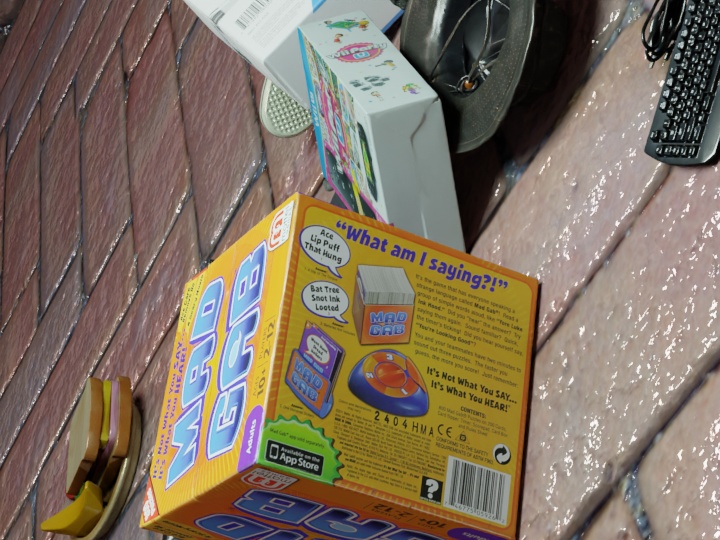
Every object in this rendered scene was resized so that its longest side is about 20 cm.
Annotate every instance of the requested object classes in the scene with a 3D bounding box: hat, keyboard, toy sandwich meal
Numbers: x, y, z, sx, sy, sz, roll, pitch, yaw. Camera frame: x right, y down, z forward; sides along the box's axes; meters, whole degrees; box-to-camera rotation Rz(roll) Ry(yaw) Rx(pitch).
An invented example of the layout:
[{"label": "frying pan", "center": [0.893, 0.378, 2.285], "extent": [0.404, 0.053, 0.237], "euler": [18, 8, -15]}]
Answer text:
[{"label": "hat", "center": [0.110, -0.186, 1.395], "extent": [0.201, 0.081, 0.201], "euler": [-18, 70, 62]}, {"label": "keyboard", "center": [0.218, -0.167, 1.181], "extent": [0.104, 0.040, 0.200], "euler": [5, 76, 66]}, {"label": "toy sandwich meal", "center": [-0.311, 0.218, 2.057], "extent": [0.205, 0.070, 0.205], "euler": [-49, 31, 43]}]

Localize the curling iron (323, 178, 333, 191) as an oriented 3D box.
[{"label": "curling iron", "center": [0.023, -0.111, 1.606], "extent": [0.200, 0.026, 0.050], "euler": [-37, 39, 53]}]

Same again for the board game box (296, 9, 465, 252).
[{"label": "board game box", "center": [0.015, -0.106, 1.458], "extent": [0.200, 0.064, 0.148], "euler": [-123, 19, -58]}]

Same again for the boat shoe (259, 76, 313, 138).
[{"label": "boat shoe", "center": [-0.054, -0.217, 1.813], "extent": [0.062, 0.075, 0.200], "euler": [-28, 40, 61]}]

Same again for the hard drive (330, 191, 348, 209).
[{"label": "hard drive", "center": [0.000, 0.000, 1.547], "extent": [0.135, 0.042, 0.200], "euler": [-65, 23, 15]}]

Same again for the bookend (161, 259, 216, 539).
[{"label": "bookend", "center": [-0.108, 0.128, 1.553], "extent": [0.199, 0.092, 0.200], "euler": [109, 170, -63]}]

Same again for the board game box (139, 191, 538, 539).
[{"label": "board game box", "center": [-0.015, 0.096, 1.296], "extent": [0.200, 0.200, 0.200], "euler": [-35, 41, 55]}]

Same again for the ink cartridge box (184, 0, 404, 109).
[{"label": "ink cartridge box", "center": [-0.069, -0.266, 1.740], "extent": [0.146, 0.086, 0.200], "euler": [-46, 41, -1]}]

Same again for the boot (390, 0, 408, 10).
[{"label": "boot", "center": [0.106, -0.298, 1.482], "extent": [0.158, 0.211, 0.080], "euler": [62, -163, -60]}]
